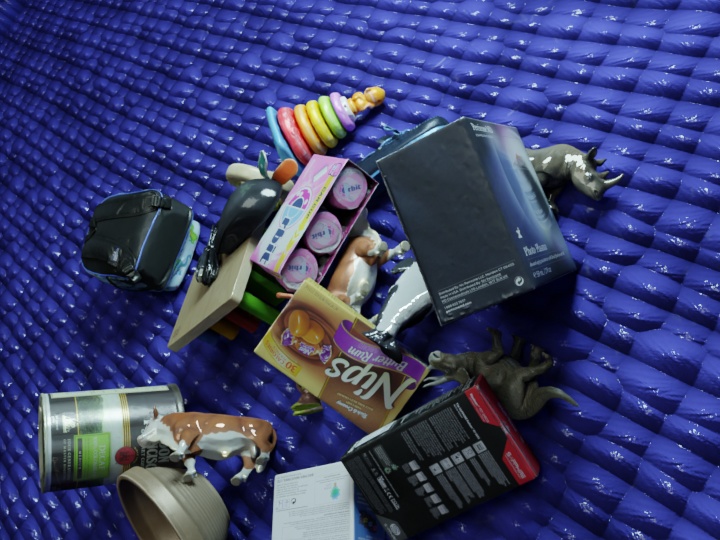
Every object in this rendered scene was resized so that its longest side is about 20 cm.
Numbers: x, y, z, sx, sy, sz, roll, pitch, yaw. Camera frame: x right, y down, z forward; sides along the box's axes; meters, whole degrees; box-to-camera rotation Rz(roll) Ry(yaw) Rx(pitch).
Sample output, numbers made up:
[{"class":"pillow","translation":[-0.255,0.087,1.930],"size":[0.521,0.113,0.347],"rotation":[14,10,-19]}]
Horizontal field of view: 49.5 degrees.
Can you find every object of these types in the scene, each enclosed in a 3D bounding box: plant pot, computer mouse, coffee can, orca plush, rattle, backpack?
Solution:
[{"class":"plant pot","translation":[-0.252,0.350,1.108],"size":[0.201,0.201,0.093],"rotation":[15,37,43]},{"class":"computer mouse","translation":[-0.198,-0.077,1.210],"size":[0.200,0.053,0.139],"rotation":[-40,28,33]},{"class":"coffee can","translation":[-0.380,0.253,1.190],"size":[0.146,0.200,0.147],"rotation":[179,90,-65]},{"class":"orca plush","translation":[0.082,0.050,1.024],"size":[0.105,0.071,0.200],"rotation":[8,45,22]},{"class":"rattle","translation":[-0.170,-0.107,1.270],"size":[0.143,0.130,0.200],"rotation":[-53,23,-12]},{"class":"backpack","translation":[-0.409,-0.047,1.445],"size":[0.200,0.147,0.183],"rotation":[3,70,37]}]

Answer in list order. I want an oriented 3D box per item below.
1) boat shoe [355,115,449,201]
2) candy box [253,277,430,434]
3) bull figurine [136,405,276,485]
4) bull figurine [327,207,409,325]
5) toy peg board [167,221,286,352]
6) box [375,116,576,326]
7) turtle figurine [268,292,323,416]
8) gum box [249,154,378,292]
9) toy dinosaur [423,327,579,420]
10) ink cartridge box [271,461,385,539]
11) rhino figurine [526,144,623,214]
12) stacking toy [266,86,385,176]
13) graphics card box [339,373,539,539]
[{"class":"boat shoe","translation":[0.044,-0.180,1.184],"size":[0.200,0.084,0.069],"rotation":[-30,62,21]},{"class":"candy box","translation":[-0.023,0.114,1.015],"size":[0.117,0.200,0.056],"rotation":[-53,1,3]},{"class":"bull figurine","translation":[-0.217,0.244,1.108],"size":[0.121,0.200,0.065],"rotation":[-108,21,-62]},{"class":"bull figurine","translation":[0.000,0.000,1.120],"size":[0.121,0.065,0.200],"rotation":[-9,60,54]},{"class":"toy peg board","translation":[-0.196,0.031,1.258],"size":[0.199,0.098,0.200],"rotation":[-35,32,40]},{"class":"box","translation":[0.141,-0.061,0.908],"size":[0.123,0.200,0.199],"rotation":[-25,85,28]},{"class":"turtle figurine","translation":[-0.086,0.123,1.122],"size":[0.200,0.064,0.161],"rotation":[125,137,-65]},{"class":"gum box","translation":[-0.072,-0.066,1.139],"size":[0.200,0.066,0.113],"rotation":[-59,30,-5]},{"class":"toy dinosaur","translation":[0.178,0.132,0.926],"size":[0.200,0.077,0.102],"rotation":[27,97,40]},{"class":"ink cartridge box","translation":[-0.041,0.351,0.973],"size":[0.136,0.076,0.200],"rotation":[-20,54,32]},{"class":"rhino figurine","translation":[0.240,-0.122,1.008],"size":[0.200,0.060,0.088],"rotation":[4,73,39]},{"class":"stacking toy","translation":[-0.049,-0.254,1.304],"size":[0.200,0.116,0.110],"rotation":[-27,54,12]},{"class":"graphics card box","translation":[0.090,0.221,0.909],"size":[0.200,0.051,0.126],"rotation":[-34,90,21]}]
